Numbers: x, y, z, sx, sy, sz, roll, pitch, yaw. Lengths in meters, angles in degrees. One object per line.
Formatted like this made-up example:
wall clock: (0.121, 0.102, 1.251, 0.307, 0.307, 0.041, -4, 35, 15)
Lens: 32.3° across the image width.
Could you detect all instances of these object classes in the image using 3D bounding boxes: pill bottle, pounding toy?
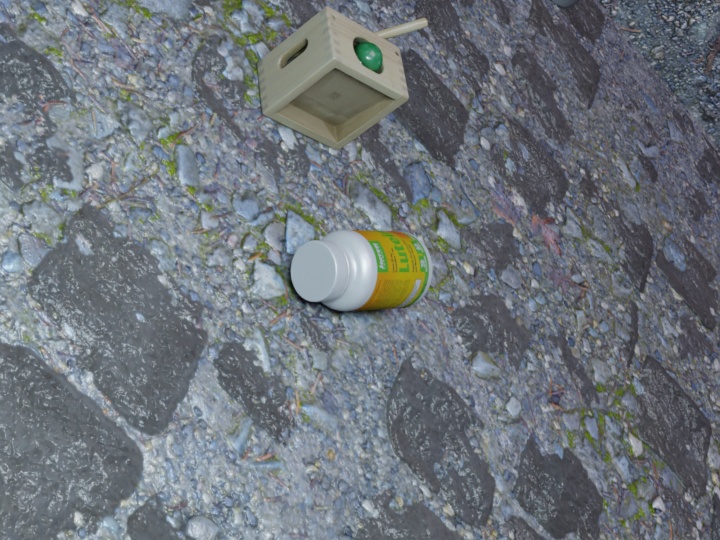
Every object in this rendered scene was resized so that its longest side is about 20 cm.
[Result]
pill bottle: (0.000, 0.000, 1.720, 0.200, 0.111, 0.111, -1, 65, -51)
pounding toy: (-0.020, -0.305, 1.855, 0.184, 0.200, 0.142, 22, 48, -41)

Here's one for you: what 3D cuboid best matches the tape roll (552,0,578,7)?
tape roll: (0.453, -0.708, 2.869, 0.200, 0.066, 0.200, 30, 44, -34)
